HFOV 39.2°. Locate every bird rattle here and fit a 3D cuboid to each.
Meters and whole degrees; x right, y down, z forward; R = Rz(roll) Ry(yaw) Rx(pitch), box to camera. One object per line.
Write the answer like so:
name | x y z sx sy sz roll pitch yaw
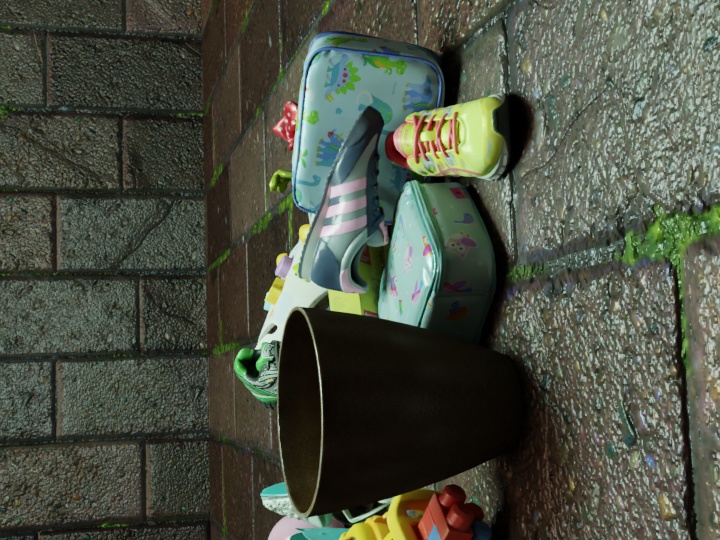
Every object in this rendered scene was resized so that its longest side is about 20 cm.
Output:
bird rattle | -0.066 -0.203 1.556 0.163 0.113 0.200 132 150 -51

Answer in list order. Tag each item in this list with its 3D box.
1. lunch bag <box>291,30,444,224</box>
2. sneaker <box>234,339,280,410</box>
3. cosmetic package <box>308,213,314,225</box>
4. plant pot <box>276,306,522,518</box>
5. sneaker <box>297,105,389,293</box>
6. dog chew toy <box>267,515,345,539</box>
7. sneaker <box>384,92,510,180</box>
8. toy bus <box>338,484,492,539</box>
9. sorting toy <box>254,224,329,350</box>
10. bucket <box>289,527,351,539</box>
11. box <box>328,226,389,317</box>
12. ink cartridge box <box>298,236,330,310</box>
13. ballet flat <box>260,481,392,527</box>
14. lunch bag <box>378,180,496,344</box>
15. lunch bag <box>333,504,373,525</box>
lunch bag | 0.009 -0.153 1.109 0.082 0.161 0.200 -91 8 -63
sneaker | -0.081 0.125 1.241 0.200 0.085 0.078 -14 45 40
cosmetic package | -0.017 -0.158 1.333 0.200 0.085 0.108 107 158 -49
plant pot | 0.039 0.125 0.928 0.187 0.200 0.187 180 90 -73
sneaker | 0.002 -0.069 1.055 0.070 0.082 0.200 -46 -22 -66
dog chew toy | -0.062 0.449 1.453 0.125 0.124 0.200 112 145 -54
sneaker | 0.081 -0.124 0.978 0.200 0.090 0.078 166 105 -72
toy bus | 0.064 0.285 1.001 0.200 0.136 0.192 -117 44 -63
sorting toy | -0.088 0.049 1.369 0.180 0.107 0.200 -62 9 -34
bucket | -0.005 0.404 1.203 0.207 0.135 0.207 180 90 -75
box | 0.000 0.000 1.178 0.050 0.075 0.200 -29 53 35
ink cartridge box | -0.081 0.071 1.644 0.200 0.041 0.200 110 155 -51
ballet flat | -0.031 0.282 1.240 0.072 0.200 0.072 52 -151 -45
lunch bag | 0.069 0.016 1.041 0.160 0.077 0.200 -108 23 -46
lunch bag | -0.041 0.226 1.364 0.164 0.117 0.200 -114 13 -56
